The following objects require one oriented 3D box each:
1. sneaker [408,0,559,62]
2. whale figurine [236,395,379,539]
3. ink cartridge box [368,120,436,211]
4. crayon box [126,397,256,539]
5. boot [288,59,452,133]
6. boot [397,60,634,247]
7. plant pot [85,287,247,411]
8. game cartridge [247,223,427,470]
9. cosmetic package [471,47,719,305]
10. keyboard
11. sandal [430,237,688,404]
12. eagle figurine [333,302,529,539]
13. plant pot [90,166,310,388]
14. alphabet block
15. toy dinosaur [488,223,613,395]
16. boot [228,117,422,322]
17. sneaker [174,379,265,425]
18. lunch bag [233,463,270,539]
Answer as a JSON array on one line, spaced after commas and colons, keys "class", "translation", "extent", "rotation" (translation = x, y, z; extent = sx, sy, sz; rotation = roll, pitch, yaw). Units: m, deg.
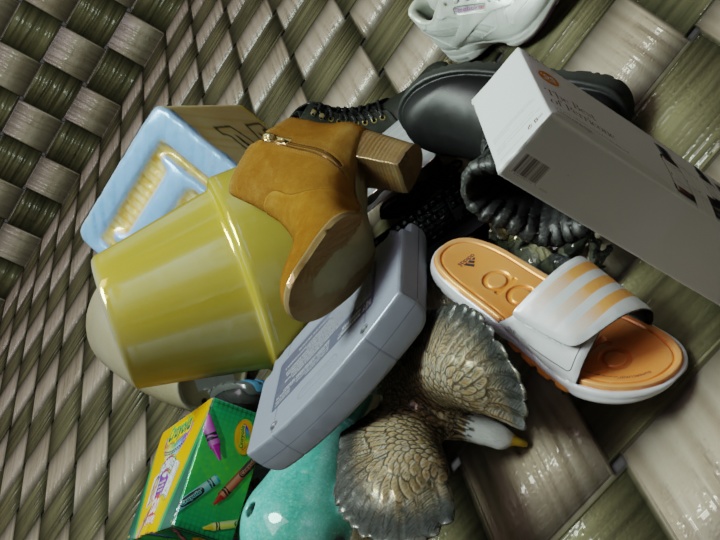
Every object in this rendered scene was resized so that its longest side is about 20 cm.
[{"class": "sneaker", "translation": [0.125, -0.273, 0.997], "extent": [0.200, 0.100, 0.075], "rotation": [-13, 52, 56]}, {"class": "whale figurine", "translation": [-0.045, 0.191, 0.868], "extent": [0.159, 0.104, 0.200], "rotation": [-15, 55, 57]}, {"class": "ink cartridge box", "translation": [0.034, -0.092, 0.975], "extent": [0.162, 0.050, 0.200], "rotation": [-38, 21, 23]}, {"class": "crayon box", "translation": [-0.159, 0.203, 0.929], "extent": [0.200, 0.058, 0.119], "rotation": [-38, 33, 59]}, {"class": "boot", "translation": [0.004, -0.173, 1.081], "extent": [0.200, 0.138, 0.077], "rotation": [-51, 28, 20]}, {"class": "boot", "translation": [0.102, -0.095, 0.769], "extent": [0.211, 0.080, 0.158], "rotation": [3, 42, 31]}, {"class": "plant pot", "translation": [-0.229, 0.094, 1.243], "extent": [0.200, 0.187, 0.187], "rotation": [34, 96, 51]}, {"class": "game cartridge", "translation": [-0.017, 0.065, 0.767], "extent": [0.200, 0.041, 0.133], "rotation": [-48, 13, 27]}, {"class": "cosmetic package", "translation": [0.165, -0.055, 0.603], "extent": [0.051, 0.200, 0.083], "rotation": [-50, 29, 26]}, {"class": "keyboard", "translation": [0.051, -0.048, 0.930], "extent": [0.200, 0.040, 0.104], "rotation": [-35, 35, 14]}, {"class": "sandal", "translation": [0.124, 0.018, 0.667], "extent": [0.079, 0.059, 0.207], "rotation": [-37, 49, -26]}, {"class": "eagle figurine", "translation": [0.054, 0.105, 0.723], "extent": [0.151, 0.200, 0.152], "rotation": [-13, 84, 11]}, {"class": "plant pot", "translation": [-0.140, 0.017, 0.908], "extent": [0.189, 0.201, 0.201], "rotation": [-19, 27, -10]}, {"class": "alphabet block", "translation": [-0.167, -0.067, 1.147], "extent": [0.195, 0.196, 0.200], "rotation": [-52, -9, 20]}, {"class": "toy dinosaur", "translation": [0.157, -0.003, 0.755], "extent": [0.088, 0.047, 0.200], "rotation": [-53, 32, 27]}, {"class": "boot", "translation": [-0.052, -0.047, 0.781], "extent": [0.144, 0.071, 0.201], "rotation": [12, 51, 30]}, {"class": "sneaker", "translation": [-0.153, 0.188, 1.129], "extent": [0.200, 0.073, 0.082], "rotation": [-44, 46, 46]}, {"class": "lunch bag", "translation": [-0.136, 0.284, 0.986], "extent": [0.160, 0.075, 0.200], "rotation": [-30, 40, 56]}]
